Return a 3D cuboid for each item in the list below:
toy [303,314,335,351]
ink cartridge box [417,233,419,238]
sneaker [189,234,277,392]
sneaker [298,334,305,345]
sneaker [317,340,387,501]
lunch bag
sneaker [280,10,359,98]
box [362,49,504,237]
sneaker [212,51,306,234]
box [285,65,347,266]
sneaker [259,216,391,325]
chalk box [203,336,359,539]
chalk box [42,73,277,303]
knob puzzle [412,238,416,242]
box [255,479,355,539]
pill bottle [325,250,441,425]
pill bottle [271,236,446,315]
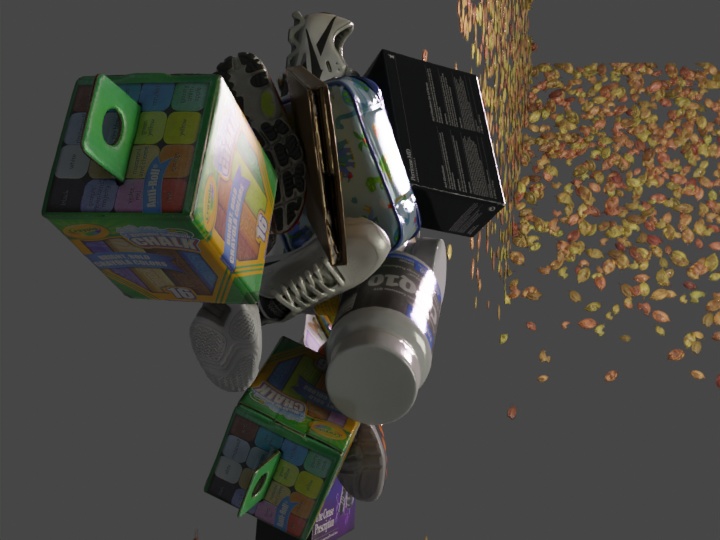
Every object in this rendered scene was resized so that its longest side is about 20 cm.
[{"bbox_3d":[-0.019,0.073,1.428,0.115,0.047,0.201,52,22,-22],"label":"toy"},{"bbox_3d":[0.050,-0.133,1.509,0.200,0.066,0.117,-83,173,-65],"label":"ink cartridge box"},{"bbox_3d":[-0.122,0.014,1.125,0.114,0.075,0.202,-52,140,-61],"label":"sneaker"},{"bbox_3d":[-0.070,0.126,1.410,0.085,0.073,0.200,59,21,9],"label":"sneaker"},{"bbox_3d":[0.014,0.162,1.312,0.112,0.077,0.203,-25,111,-56],"label":"sneaker"},{"bbox_3d":[-0.034,-0.104,1.227,0.082,0.159,0.202,-36,106,-62],"label":"lunch bag"},{"bbox_3d":[-0.047,-0.218,1.359,0.074,0.087,0.203,19,75,-76],"label":"sneaker"},{"bbox_3d":[0.081,-0.154,1.348,0.079,0.140,0.202,-44,-137,45],"label":"box"},{"bbox_3d":[-0.090,-0.126,1.130,0.085,0.076,0.202,45,28,-66],"label":"sneaker"},{"bbox_3d":[-0.043,-0.108,1.083,0.200,0.021,0.165,-122,-156,-72],"label":"box"},{"bbox_3d":[-0.055,0.012,1.171,0.077,0.199,0.081,54,30,-16],"label":"sneaker"},{"bbox_3d":[-0.076,0.185,1.171,0.200,0.123,0.125,-60,174,-62],"label":"chalk box"},{"bbox_3d":[-0.155,-0.071,0.864,0.200,0.122,0.126,63,33,-63],"label":"chalk box"},{"bbox_3d":[0.049,0.013,1.810,0.220,0.030,0.222,-170,-90,-82],"label":"knob puzzle"},{"bbox_3d":[-0.063,0.267,1.404,0.200,0.078,0.143,15,75,-75],"label":"box"},{"bbox_3d":[0.025,0.070,1.195,0.201,0.112,0.115,-73,160,-62],"label":"pill bottle"},{"bbox_3d":[0.000,0.000,1.351,0.113,0.197,0.114,3,90,-75],"label":"pill bottle"}]
